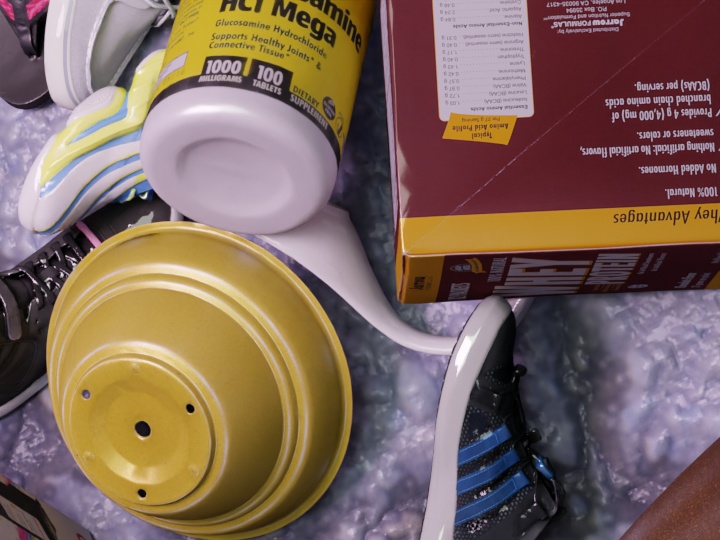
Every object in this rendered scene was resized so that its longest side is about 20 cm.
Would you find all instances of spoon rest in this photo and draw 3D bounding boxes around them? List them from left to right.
[{"bbox_3d":[0.000,0.000,1.514,0.199,0.099,0.061,22,93,12],"label":"spoon rest"}]

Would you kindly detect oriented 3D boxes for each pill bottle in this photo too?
[{"bbox_3d":[-0.053,-0.129,1.483,0.112,0.113,0.201,-4,51,21],"label":"pill bottle"}]

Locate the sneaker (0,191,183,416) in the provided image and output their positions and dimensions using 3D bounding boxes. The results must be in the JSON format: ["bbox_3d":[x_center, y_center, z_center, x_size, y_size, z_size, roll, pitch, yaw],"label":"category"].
[{"bbox_3d":[-0.196,0.013,1.579,0.200,0.099,0.071,-42,67,8],"label":"sneaker"}]

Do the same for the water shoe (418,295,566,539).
[{"bbox_3d":[0.081,0.113,1.464,0.079,0.072,0.201,11,105,11],"label":"water shoe"}]

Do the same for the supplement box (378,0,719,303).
[{"bbox_3d":[0.112,-0.095,1.427,0.196,0.133,0.201,-3,79,-1],"label":"supplement box"}]

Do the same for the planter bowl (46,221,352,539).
[{"bbox_3d":[-0.111,0.079,1.499,0.199,0.083,0.201,7,111,19],"label":"planter bowl"}]

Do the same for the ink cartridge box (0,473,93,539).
[{"bbox_3d":[-0.221,0.182,1.486,0.083,0.200,0.146,-41,45,8],"label":"ink cartridge box"}]

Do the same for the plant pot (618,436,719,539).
[{"bbox_3d":[0.185,0.203,1.370,0.200,0.187,0.187,-38,69,27],"label":"plant pot"}]

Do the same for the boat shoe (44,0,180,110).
[{"bbox_3d":[-0.136,-0.192,1.606,0.071,0.070,0.202,16,84,26],"label":"boat shoe"}]

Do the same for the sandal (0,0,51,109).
[{"bbox_3d":[-0.199,-0.203,1.646,0.075,0.045,0.201,17,87,23],"label":"sandal"}]

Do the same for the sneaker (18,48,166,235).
[{"bbox_3d":[-0.108,-0.074,1.556,0.105,0.076,0.200,43,80,14],"label":"sneaker"}]
